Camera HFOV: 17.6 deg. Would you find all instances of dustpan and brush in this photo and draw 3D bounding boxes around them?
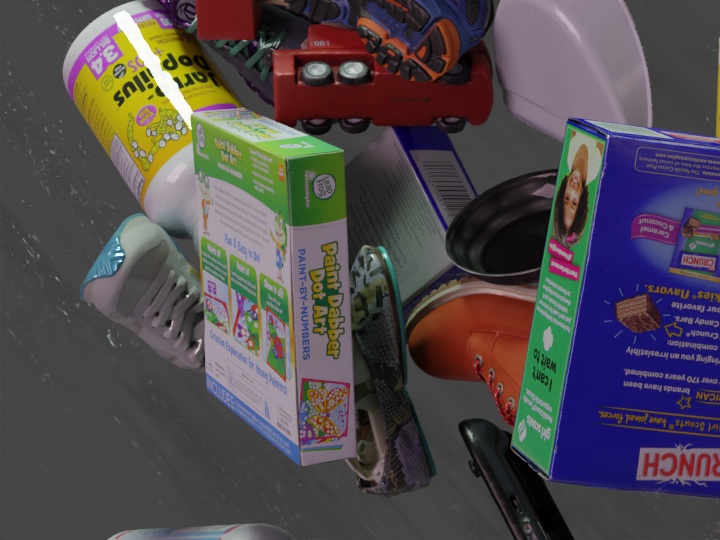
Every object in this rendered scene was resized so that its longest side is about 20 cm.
[{"bbox_3d":[0.130,-0.173,1.460,0.139,0.057,0.201,32,149,46],"label":"dustpan and brush"}]

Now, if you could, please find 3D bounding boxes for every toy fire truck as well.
[{"bbox_3d":[-0.012,-0.154,1.572,0.141,0.199,0.049,-93,2,-48],"label":"toy fire truck"}]

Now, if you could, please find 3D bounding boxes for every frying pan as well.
[{"bbox_3d":[0.129,-0.014,1.459,0.190,0.115,0.031,32,150,52],"label":"frying pan"}]

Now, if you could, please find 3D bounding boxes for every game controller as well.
[{"bbox_3d":[0.117,0.185,1.484,0.042,0.104,0.201,-32,70,11],"label":"game controller"}]

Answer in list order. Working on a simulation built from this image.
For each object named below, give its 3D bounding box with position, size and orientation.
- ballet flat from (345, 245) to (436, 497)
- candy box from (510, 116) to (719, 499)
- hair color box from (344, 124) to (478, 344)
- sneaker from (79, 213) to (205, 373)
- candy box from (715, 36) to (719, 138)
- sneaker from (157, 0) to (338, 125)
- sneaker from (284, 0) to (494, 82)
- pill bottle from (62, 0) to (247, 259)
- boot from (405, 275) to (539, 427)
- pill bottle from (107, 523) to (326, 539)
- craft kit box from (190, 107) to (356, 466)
[{"bbox_3d":[0.004,0.076,1.539,0.072,0.072,0.201,25,140,38],"label":"ballet flat"},{"bbox_3d":[0.189,0.025,1.332,0.077,0.168,0.201,-142,60,-73],"label":"candy box"},{"bbox_3d":[0.000,0.000,1.607,0.200,0.065,0.110,-39,66,33],"label":"hair color box"},{"bbox_3d":[-0.135,0.020,1.653,0.081,0.200,0.077,33,86,19],"label":"sneaker"},{"bbox_3d":[0.260,-0.041,1.398,0.102,0.026,0.201,5,94,42],"label":"candy box"},{"bbox_3d":[-0.089,-0.166,1.664,0.200,0.087,0.075,41,117,34],"label":"sneaker"},{"bbox_3d":[0.008,-0.195,1.539,0.200,0.078,0.076,43,136,26],"label":"sneaker"},{"bbox_3d":[-0.129,-0.095,1.691,0.104,0.104,0.200,-51,60,30],"label":"pill bottle"},{"bbox_3d":[0.098,0.062,1.487,0.199,0.075,0.108,-5,53,43],"label":"boot"},{"bbox_3d":[-0.100,0.238,1.672,0.199,0.108,0.109,-8,86,42],"label":"pill bottle"},{"bbox_3d":[-0.059,0.005,1.515,0.200,0.048,0.199,-150,53,-65],"label":"craft kit box"}]
